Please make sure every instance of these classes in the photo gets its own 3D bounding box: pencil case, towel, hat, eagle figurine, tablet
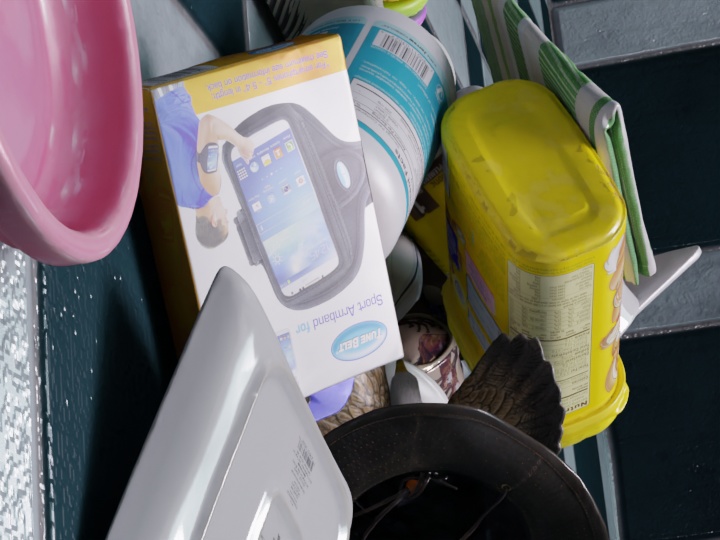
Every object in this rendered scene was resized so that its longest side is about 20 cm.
[{"bbox_3d":[0.053,0.122,1.428,0.090,0.077,0.201,-98,172,-55],"label":"pencil case"},{"bbox_3d":[0.125,-0.101,1.211,0.200,0.023,0.153,59,-7,47],"label":"towel"},{"bbox_3d":[0.038,0.145,1.095,0.081,0.199,0.202,-101,176,-64],"label":"hat"},{"bbox_3d":[0.031,0.114,1.184,0.151,0.151,0.200,53,-19,19],"label":"eagle figurine"},{"bbox_3d":[0.166,0.050,1.465,0.014,0.200,0.130,52,-21,-6],"label":"tablet"}]

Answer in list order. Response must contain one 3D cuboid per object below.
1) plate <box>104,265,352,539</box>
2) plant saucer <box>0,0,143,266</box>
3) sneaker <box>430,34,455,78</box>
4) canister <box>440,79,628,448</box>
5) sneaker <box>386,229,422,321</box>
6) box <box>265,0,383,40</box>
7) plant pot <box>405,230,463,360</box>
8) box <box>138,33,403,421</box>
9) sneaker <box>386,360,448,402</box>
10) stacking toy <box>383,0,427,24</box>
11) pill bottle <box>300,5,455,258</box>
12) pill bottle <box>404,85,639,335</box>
[{"bbox_3d":[-0.053,0.134,0.902,0.200,0.032,0.201,67,33,-45],"label":"plate"},{"bbox_3d":[-0.140,-0.099,0.739,0.200,0.050,0.202,-9,90,-78],"label":"plant saucer"},{"bbox_3d":[-0.013,-0.097,1.304,0.200,0.079,0.079,-38,108,-49],"label":"sneaker"},{"bbox_3d":[0.107,-0.002,1.186,0.201,0.086,0.149,83,-17,-54],"label":"canister"},{"bbox_3d":[0.000,0.000,1.275,0.200,0.072,0.071,-71,158,-64],"label":"sneaker"},{"bbox_3d":[-0.040,-0.224,1.260,0.200,0.068,0.083,60,18,-58],"label":"box"},{"bbox_3d":[0.089,-0.018,1.509,0.175,0.199,0.202,-47,129,-55],"label":"plant pot"},{"bbox_3d":[-0.046,-0.011,0.982,0.118,0.041,0.202,-21,104,-33],"label":"box"},{"bbox_3d":[0.033,0.148,1.344,0.080,0.070,0.201,-69,147,-51],"label":"sneaker"},{"bbox_3d":[0.020,-0.226,1.529,0.116,0.109,0.201,-103,-173,-52],"label":"stacking toy"},{"bbox_3d":[-0.016,-0.066,1.123,0.200,0.110,0.111,-64,144,-52],"label":"pill bottle"},{"bbox_3d":[0.107,-0.026,1.361,0.200,0.109,0.109,48,19,-10],"label":"pill bottle"}]
